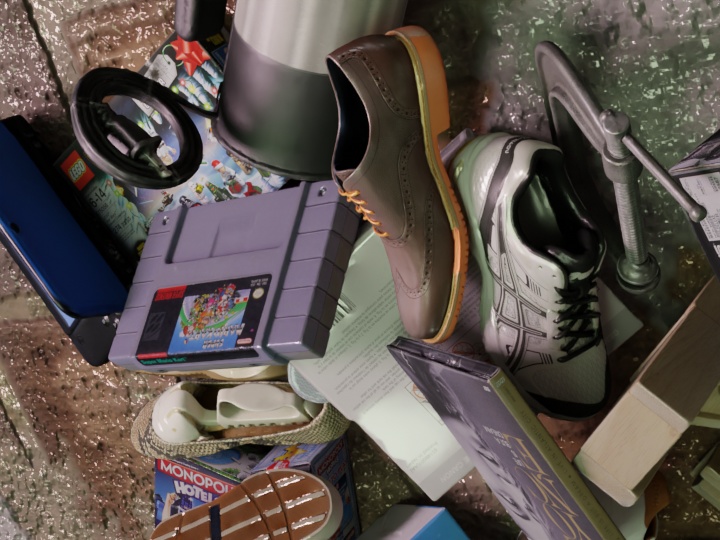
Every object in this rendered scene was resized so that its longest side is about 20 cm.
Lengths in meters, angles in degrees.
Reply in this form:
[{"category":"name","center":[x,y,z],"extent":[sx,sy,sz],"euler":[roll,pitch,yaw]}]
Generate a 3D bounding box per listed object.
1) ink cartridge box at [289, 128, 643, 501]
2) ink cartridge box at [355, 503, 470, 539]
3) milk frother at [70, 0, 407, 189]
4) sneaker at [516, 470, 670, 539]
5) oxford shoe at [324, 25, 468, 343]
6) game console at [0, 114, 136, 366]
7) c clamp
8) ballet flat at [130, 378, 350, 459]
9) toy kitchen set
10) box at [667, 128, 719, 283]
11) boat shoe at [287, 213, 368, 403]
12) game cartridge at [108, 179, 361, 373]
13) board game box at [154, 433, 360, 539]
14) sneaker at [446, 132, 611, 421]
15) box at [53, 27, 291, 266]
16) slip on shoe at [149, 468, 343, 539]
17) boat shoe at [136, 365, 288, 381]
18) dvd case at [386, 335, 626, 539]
[{"category":"ink cartridge box","center":[0.062,0.033,0.906],"extent":[0.200,0.045,0.176],"euler":[-42,101,14]},{"category":"ink cartridge box","center":[0.084,0.285,1.044],"extent":[0.200,0.068,0.116],"euler":[52,160,-5]},{"category":"milk frother","center":[-0.069,-0.156,0.821],"extent":[0.180,0.200,0.188],"euler":[21,125,10]},{"category":"sneaker","center":[0.175,0.208,0.976],"extent":[0.200,0.084,0.073],"euler":[110,150,-55]},{"category":"oxford shoe","center":[0.017,-0.047,0.814],"extent":[0.071,0.073,0.201],"euler":[12,115,61]},{"category":"game console","center":[-0.272,-0.019,1.049],"extent":[0.200,0.118,0.171],"euler":[53,135,10]},{"category":"c clamp","center":[0.147,-0.049,0.775],"extent":[0.171,0.027,0.200],"euler":[60,179,27]},{"category":"ballet flat","center":[-0.107,0.112,1.058],"extent":[0.199,0.068,0.075],"euler":[-6,158,16]},{"category":"toy kitchen set","center":[0.243,0.139,0.822],"extent":[0.200,0.180,0.163],"euler":[39,130,11]},{"category":"box","center":[0.276,-0.010,0.732],"extent":[0.050,0.158,0.200],"euler":[-8,115,60]},{"category":"boat shoe","center":[0.000,0.000,0.957],"extent":[0.073,0.067,0.200],"euler":[30,107,-8]},{"category":"game cartridge","center":[-0.092,0.007,0.919],"extent":[0.200,0.130,0.038],"euler":[-8,145,41]},{"category":"board game box","center":[-0.080,0.209,1.130],"extent":[0.200,0.062,0.200],"euler":[20,123,20]},{"category":"sneaker","center":[0.118,0.010,0.817],"extent":[0.088,0.076,0.200],"euler":[4,122,61]},{"category":"box","center":[-0.137,-0.087,1.009],"extent":[0.137,0.040,0.200],"euler":[50,129,-3]},{"category":"slip on shoe","center":[-0.086,0.216,1.064],"extent":[0.200,0.076,0.061],"euler":[-27,140,30]},{"category":"boat shoe","center":[-0.123,0.054,1.069],"extent":[0.200,0.073,0.065],"euler":[-1,91,39]},{"category":"dvd case","center":[0.104,0.129,0.838],"extent":[0.200,0.016,0.149],"euler":[53,165,-18]}]
